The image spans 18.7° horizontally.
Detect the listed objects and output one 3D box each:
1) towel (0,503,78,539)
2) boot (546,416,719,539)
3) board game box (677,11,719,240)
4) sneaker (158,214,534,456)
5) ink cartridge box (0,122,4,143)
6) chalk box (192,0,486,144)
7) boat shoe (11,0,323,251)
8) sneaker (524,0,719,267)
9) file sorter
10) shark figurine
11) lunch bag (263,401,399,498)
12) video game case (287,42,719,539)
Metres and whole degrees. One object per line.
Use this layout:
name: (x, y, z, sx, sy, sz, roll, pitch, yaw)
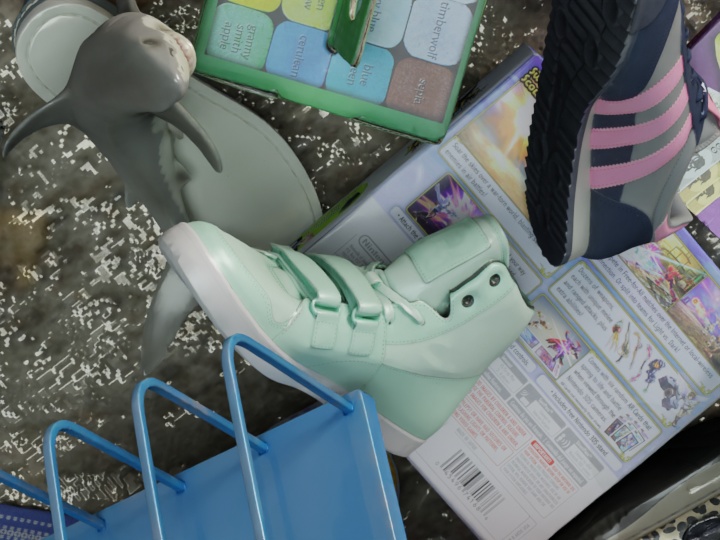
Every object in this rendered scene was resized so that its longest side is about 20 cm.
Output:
towel: (-0.189, 0.203, 1.110, 0.144, 0.200, 0.024, 10, 134, 1)
boot: (0.154, 0.187, 1.139, 0.203, 0.074, 0.154, -34, 103, 12)
board game box: (0.234, -0.101, 1.083, 0.120, 0.032, 0.200, 44, 103, -4)
sneaker: (0.000, 0.000, 1.000, 0.118, 0.074, 0.200, -46, 138, 9)
ink cartridge box: (-0.296, -0.032, 1.102, 0.199, 0.083, 0.146, 19, 104, -2)
chalk box: (-0.002, -0.140, 0.997, 0.124, 0.200, 0.125, 17, 104, 0)
boat shoe: (-0.093, -0.073, 1.089, 0.073, 0.062, 0.200, -44, 119, 9)
sneaker: (0.129, -0.088, 0.993, 0.082, 0.070, 0.200, -8, 140, -16)
file sorter: (-0.093, 0.134, 0.936, 0.200, 0.123, 0.139, -26, 57, 19)
shark figurine: (-0.117, -0.055, 1.008, 0.089, 0.215, 0.128, -27, 59, -14)
lunch bag: (-0.050, 0.170, 1.096, 0.127, 0.170, 0.201, 20, 108, 0)
video game case: (0.079, 0.019, 1.100, 0.181, 0.045, 0.200, -40, 103, 7)
